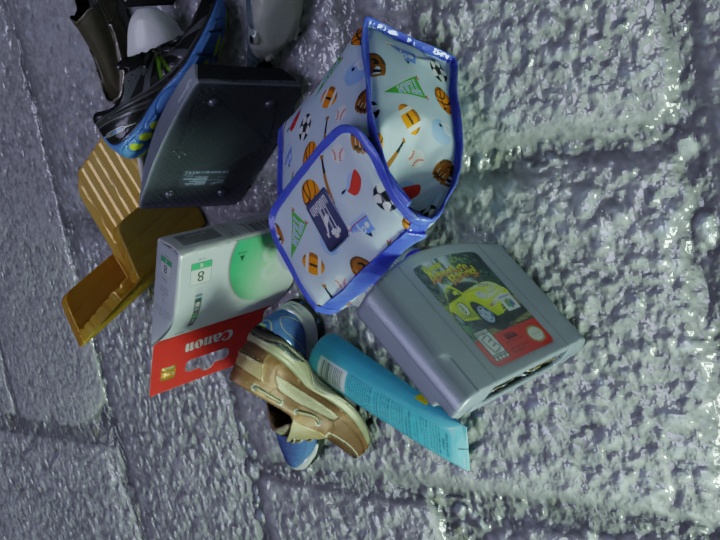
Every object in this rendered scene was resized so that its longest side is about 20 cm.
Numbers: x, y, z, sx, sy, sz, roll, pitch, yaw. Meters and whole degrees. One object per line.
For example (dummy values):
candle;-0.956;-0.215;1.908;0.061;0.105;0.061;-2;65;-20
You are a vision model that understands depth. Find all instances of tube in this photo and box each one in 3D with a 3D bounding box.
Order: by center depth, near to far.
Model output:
tube;0.031;0.133;0.999;0.199;0.050;0.078;31;154;32

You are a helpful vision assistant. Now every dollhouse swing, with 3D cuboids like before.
dollhouse swing;-0.321;-0.052;1.209;0.176;0.182;0.200;47;136;-6

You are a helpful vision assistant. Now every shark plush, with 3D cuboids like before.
shark plush;-0.087;-0.267;0.989;0.201;0.090;0.084;96;155;-50

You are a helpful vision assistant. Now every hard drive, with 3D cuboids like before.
hard drive;-0.156;-0.140;1.030;0.200;0.134;0.043;-52;53;45

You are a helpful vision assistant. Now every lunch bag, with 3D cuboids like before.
lunch bag;0.002;-0.084;0.843;0.170;0.123;0.202;-42;41;47

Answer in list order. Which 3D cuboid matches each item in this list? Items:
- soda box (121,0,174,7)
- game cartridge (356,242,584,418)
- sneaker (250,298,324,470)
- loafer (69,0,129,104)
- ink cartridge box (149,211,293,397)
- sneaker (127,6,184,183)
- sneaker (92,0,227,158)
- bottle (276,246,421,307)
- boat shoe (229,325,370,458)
soda box;-0.206;-0.378;1.036;0.064;0.070;0.200;55;134;17
game cartridge;0.091;0.038;0.795;0.133;0.199;0.041;46;125;22
sneaker;-0.088;0.135;1.098;0.075;0.077;0.203;10;113;40
loafer;-0.320;-0.294;1.180;0.075;0.069;0.202;-6;100;46
ink cartridge box;-0.151;0.044;1.067;0.050;0.160;0.202;31;124;37
sneaker;-0.232;-0.194;1.106;0.075;0.081;0.202;2;114;16
sneaker;-0.213;-0.216;1.036;0.082;0.071;0.200;37;89;4
bottle;0.000;0.000;0.959;0.199;0.066;0.084;18;159;41
boat shoe;-0.067;0.141;1.020;0.075;0.074;0.200;16;153;53
